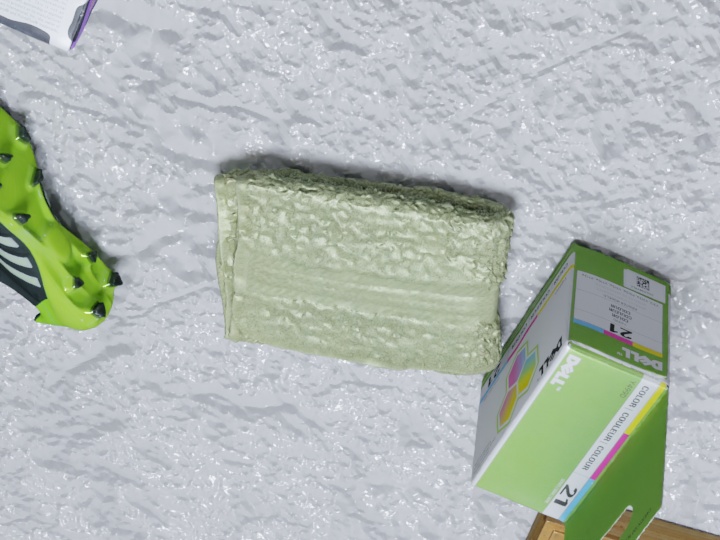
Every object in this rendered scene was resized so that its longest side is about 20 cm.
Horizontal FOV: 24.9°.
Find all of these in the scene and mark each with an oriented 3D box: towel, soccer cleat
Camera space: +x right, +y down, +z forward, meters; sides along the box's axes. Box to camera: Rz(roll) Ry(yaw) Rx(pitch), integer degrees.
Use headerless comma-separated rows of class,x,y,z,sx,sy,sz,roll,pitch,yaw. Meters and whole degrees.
towel,0.000,0.000,1.085,0.198,0.037,0.149,8,129,6
soccer cleat,-0.237,-0.035,1.089,0.081,0.068,0.201,-6,129,32

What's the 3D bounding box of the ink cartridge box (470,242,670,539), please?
ink cartridge box,0.131,0.105,1.035,0.075,0.201,0.148,23,129,-7

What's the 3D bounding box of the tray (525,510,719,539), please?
tray,0.221,0.236,1.230,0.198,0.037,0.099,15,130,-2

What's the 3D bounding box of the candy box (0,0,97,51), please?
candy box,-0.131,-0.244,0.827,0.071,0.168,0.201,21,129,-9
